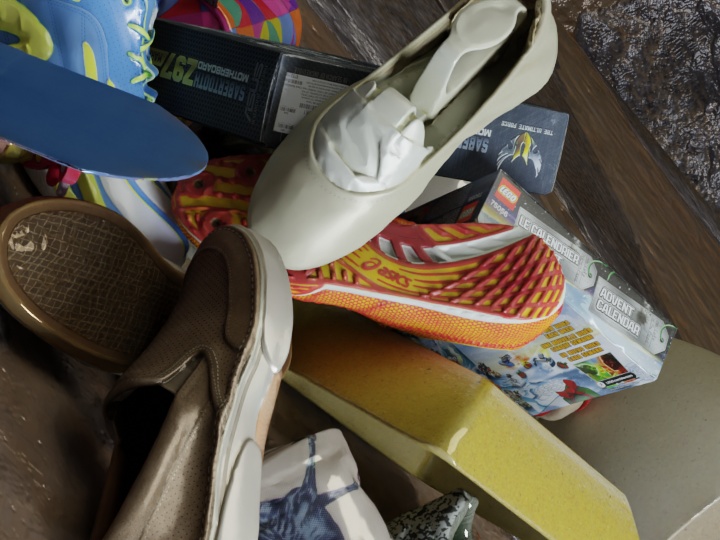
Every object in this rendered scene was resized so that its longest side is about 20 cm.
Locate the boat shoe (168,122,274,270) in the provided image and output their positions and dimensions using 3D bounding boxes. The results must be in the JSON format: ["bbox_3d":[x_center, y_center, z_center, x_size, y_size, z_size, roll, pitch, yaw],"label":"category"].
[{"bbox_3d":[-0.072,-0.051,1.126,0.072,0.065,0.200,49,15,-12],"label":"boat shoe"}]

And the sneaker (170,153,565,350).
[{"bbox_3d":[0.000,0.000,0.986,0.199,0.073,0.077,20,-26,0],"label":"sneaker"}]

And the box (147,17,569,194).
[{"bbox_3d":[-0.013,-0.089,1.067,0.199,0.051,0.157,8,9,-39],"label":"box"}]

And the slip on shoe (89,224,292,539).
[{"bbox_3d":[-0.076,0.056,0.835,0.060,0.076,0.201,24,50,-22],"label":"slip on shoe"}]

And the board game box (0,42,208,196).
[{"bbox_3d":[-0.166,-0.065,0.863,0.199,0.039,0.158,21,15,-3],"label":"board game box"}]

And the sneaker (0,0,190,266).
[{"bbox_3d":[-0.128,-0.098,0.986,0.200,0.105,0.076,53,16,-3],"label":"sneaker"}]

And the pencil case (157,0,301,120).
[{"bbox_3d":[-0.095,-0.147,1.240,0.089,0.088,0.200,53,14,-1],"label":"pencil case"}]

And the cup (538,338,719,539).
[{"bbox_3d":[0.200,0.125,1.327,0.143,0.200,0.200,53,14,25],"label":"cup"}]

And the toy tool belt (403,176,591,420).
[{"bbox_3d":[0.048,0.028,1.268,0.123,0.125,0.200,-26,74,-38],"label":"toy tool belt"}]

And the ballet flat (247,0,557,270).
[{"bbox_3d":[0.024,-0.079,0.951,0.069,0.200,0.070,35,-29,23],"label":"ballet flat"}]

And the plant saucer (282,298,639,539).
[{"bbox_3d":[0.047,0.084,1.045,0.200,0.049,0.200,27,-10,48],"label":"plant saucer"}]

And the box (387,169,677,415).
[{"bbox_3d":[0.058,0.026,1.103,0.137,0.200,0.040,40,57,-20],"label":"box"}]

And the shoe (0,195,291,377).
[{"bbox_3d":[-0.109,0.019,0.912,0.200,0.053,0.070,27,62,-51],"label":"shoe"}]

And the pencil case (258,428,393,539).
[{"bbox_3d":[0.003,0.161,0.870,0.200,0.078,0.089,57,-6,11],"label":"pencil case"}]

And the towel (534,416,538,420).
[{"bbox_3d":[0.100,0.060,1.477,0.200,0.035,0.193,51,12,-1],"label":"towel"}]

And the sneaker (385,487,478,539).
[{"bbox_3d":[0.065,0.192,0.963,0.200,0.088,0.077,58,16,14],"label":"sneaker"}]
